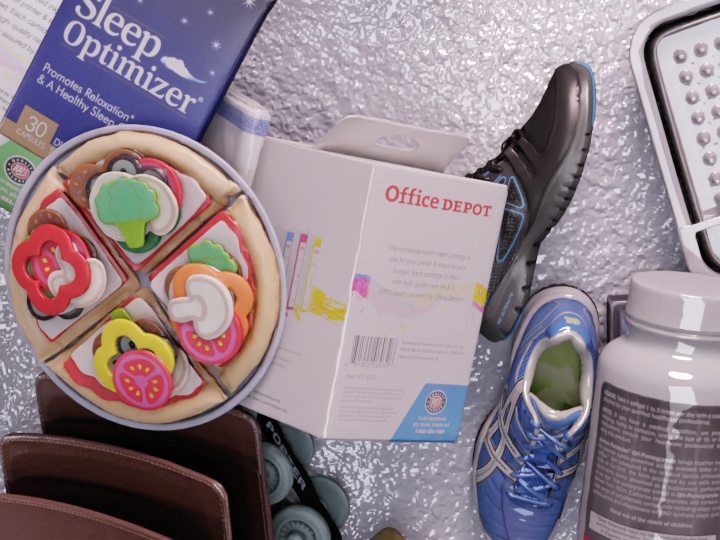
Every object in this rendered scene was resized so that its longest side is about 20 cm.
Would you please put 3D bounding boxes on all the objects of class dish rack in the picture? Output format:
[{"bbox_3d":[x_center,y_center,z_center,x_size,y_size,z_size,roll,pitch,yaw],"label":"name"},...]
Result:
[{"bbox_3d":[0.282,-0.099,1.210,0.170,0.044,0.202,-17,99,8],"label":"dish rack"}]

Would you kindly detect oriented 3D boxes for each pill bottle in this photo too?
[{"bbox_3d":[0.208,0.107,1.193,0.109,0.111,0.203,6,102,3],"label":"pill bottle"}]

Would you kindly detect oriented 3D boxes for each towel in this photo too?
[{"bbox_3d":[-0.108,-0.028,1.206,0.024,0.147,0.202,6,103,-26],"label":"towel"}]

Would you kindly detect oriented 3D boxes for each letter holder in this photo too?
[{"bbox_3d":[-0.167,0.156,1.209,0.198,0.100,0.144,8,113,31],"label":"letter holder"}]

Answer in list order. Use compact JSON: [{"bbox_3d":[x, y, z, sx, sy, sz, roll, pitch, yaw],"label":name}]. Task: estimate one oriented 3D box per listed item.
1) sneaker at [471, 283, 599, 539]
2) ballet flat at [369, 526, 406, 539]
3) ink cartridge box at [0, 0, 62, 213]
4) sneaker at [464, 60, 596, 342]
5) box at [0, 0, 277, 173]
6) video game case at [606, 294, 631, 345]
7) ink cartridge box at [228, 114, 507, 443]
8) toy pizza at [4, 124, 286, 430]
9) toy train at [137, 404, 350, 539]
[{"bbox_3d":[0.121,0.112,1.244,0.075,0.077,0.203,8,103,0],"label":"sneaker"},{"bbox_3d":[0.076,0.257,1.279,0.200,0.068,0.063,42,60,-18],"label":"ballet flat"},{"bbox_3d":[-0.222,-0.153,1.212,0.144,0.084,0.201,30,102,-2],"label":"ink cartridge box"},{"bbox_3d":[0.101,-0.053,1.216,0.081,0.073,0.202,22,101,1],"label":"sneaker"},{"bbox_3d":[-0.137,-0.147,1.145,0.120,0.032,0.201,30,101,1],"label":"box"},{"bbox_3d":[0.265,0.116,1.261,0.178,0.026,0.203,-1,101,4],"label":"video game case"},{"bbox_3d":[0.000,0.000,1.176,0.125,0.128,0.203,16,96,46],"label":"ink cartridge box"},{"bbox_3d":[-0.143,0.009,1.138,0.198,0.032,0.203,5,105,17],"label":"toy pizza"},{"bbox_3d":[-0.089,0.148,1.266,0.113,0.085,0.201,-27,98,18],"label":"toy train"}]
